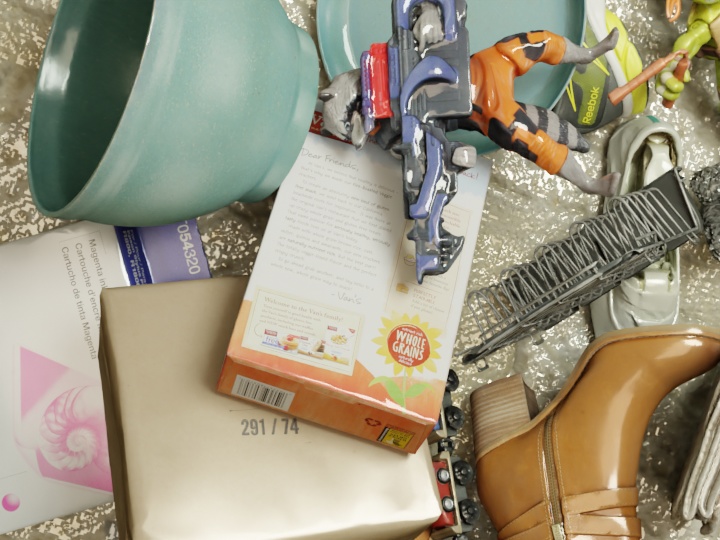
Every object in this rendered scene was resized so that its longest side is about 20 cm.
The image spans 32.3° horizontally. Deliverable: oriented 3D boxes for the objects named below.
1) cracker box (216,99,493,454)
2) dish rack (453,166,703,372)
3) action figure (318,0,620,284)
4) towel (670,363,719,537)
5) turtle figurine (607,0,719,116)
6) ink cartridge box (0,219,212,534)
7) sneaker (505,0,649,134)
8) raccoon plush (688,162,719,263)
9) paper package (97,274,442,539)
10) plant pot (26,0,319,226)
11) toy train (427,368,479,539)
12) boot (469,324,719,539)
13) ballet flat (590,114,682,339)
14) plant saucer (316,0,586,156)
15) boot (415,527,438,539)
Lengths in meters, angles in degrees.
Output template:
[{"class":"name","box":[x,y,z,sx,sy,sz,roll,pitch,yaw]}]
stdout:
[{"class":"cracker box","box":[0.000,0.000,0.797,0.133,0.058,0.202,18,59,-4]},{"class":"dish rack","box":[0.138,0.000,0.801,0.153,0.199,0.055,-37,80,26]},{"class":"action figure","box":[0.066,-0.083,0.794,0.191,0.105,0.203,6,81,-4]},{"class":"towel","box":[0.246,0.110,0.845,0.034,0.200,0.134,20,89,15]},{"class":"turtle figurine","box":[0.256,-0.157,0.874,0.200,0.064,0.161,-48,129,-6]},{"class":"ink cartridge box","box":[-0.192,0.066,0.890,0.198,0.043,0.199,-17,91,-2]},{"class":"sneaker","box":[0.131,-0.187,0.893,0.084,0.074,0.201,-31,92,-3]},{"class":"raccoon plush","box":[0.318,-0.077,0.860,0.132,0.201,0.098,-1,52,-19]},{"class":"paper package","box":[-0.067,0.103,0.817,0.198,0.104,0.193,-5,66,-16]},{"class":"plant pot","box":[-0.109,-0.116,0.778,0.133,0.200,0.203,14,90,-30]},{"class":"toy train","box":[0.056,0.156,0.884,0.045,0.034,0.202,1,71,-26]},{"class":"boot","box":[0.174,0.132,0.854,0.199,0.073,0.156,-25,59,25]},{"class":"ballet flat","box":[0.206,-0.013,0.904,0.069,0.069,0.203,2,91,-4]},{"class":"plant saucer","box":[0.064,-0.180,0.879,0.198,0.027,0.203,4,100,21]},{"class":"boot","box":[-0.038,0.226,0.882,0.199,0.077,0.156,-38,94,-6]}]
